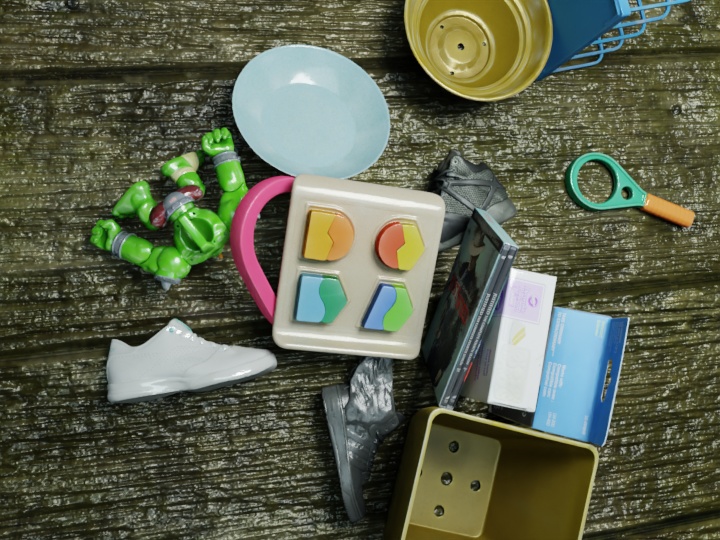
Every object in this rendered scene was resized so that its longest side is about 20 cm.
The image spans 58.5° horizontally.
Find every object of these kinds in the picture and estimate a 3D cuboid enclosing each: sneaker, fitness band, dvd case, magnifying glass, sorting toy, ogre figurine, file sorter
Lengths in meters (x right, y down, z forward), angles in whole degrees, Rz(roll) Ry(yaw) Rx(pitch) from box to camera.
[{"bbox_3d":[0.012,0.201,0.800,0.103,0.060,0.202,-12,85,-7],"label":"sneaker"},{"bbox_3d":[-0.076,-0.016,0.774,0.143,0.037,0.201,-38,121,-24],"label":"fitness band"},{"bbox_3d":[0.121,0.040,0.753,0.022,0.146,0.202,17,109,-9],"label":"dvd case"},{"bbox_3d":[-0.201,0.099,0.764,0.198,0.075,0.090,-7,76,-10],"label":"sneaker"},{"bbox_3d":[0.384,-0.106,0.914,0.198,0.022,0.080,20,82,-10],"label":"magnifying glass"},{"bbox_3d":[0.098,-0.081,0.831,0.198,0.076,0.115,-28,90,-15],"label":"sneaker"},{"bbox_3d":[0.000,0.000,0.748,0.183,0.036,0.202,7,97,-14],"label":"sorting toy"},{"bbox_3d":[-0.209,-0.063,0.759,0.199,0.098,0.120,-36,81,-22],"label":"ogre figurine"},{"bbox_3d":[0.305,-0.357,0.827,0.121,0.200,0.140,-15,89,-14],"label":"file sorter"}]

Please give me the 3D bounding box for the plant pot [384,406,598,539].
[{"bbox_3d":[0.128,0.267,0.757,0.198,0.176,0.202,15,85,-10],"label":"plant pot"}]

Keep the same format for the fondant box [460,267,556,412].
[{"bbox_3d":[0.152,0.079,0.765,0.058,0.200,0.146,13,83,-10],"label":"fondant box"}]

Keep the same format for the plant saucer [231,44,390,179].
[{"bbox_3d":[-0.062,-0.191,0.807,0.199,0.039,0.203,7,66,-15],"label":"plant saucer"}]

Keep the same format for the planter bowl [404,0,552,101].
[{"bbox_3d":[0.144,-0.310,0.850,0.198,0.083,0.203,1,86,-10],"label":"planter bowl"}]

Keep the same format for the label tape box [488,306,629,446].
[{"bbox_3d":[0.231,0.119,0.777,0.065,0.200,0.145,14,83,-7],"label":"label tape box"}]
